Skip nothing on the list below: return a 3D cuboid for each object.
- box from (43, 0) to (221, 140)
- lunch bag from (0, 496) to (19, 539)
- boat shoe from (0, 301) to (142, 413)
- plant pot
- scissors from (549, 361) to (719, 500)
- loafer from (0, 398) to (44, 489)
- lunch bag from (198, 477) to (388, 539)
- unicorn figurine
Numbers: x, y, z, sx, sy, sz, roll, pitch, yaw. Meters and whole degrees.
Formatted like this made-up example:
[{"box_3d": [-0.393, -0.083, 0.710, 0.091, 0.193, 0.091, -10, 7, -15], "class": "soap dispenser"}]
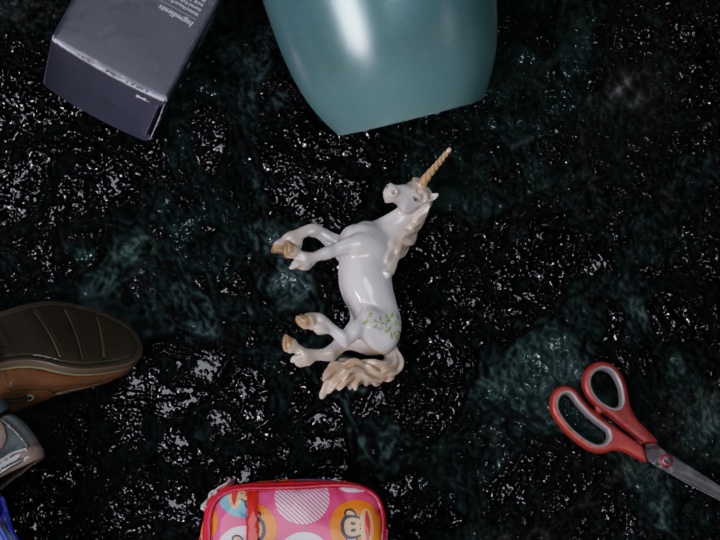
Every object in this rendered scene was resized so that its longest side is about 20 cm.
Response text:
[{"box_3d": [-0.165, -0.225, 1.661, 0.104, 0.148, 0.201, 28, 76, -6], "class": "box"}, {"box_3d": [-0.313, 0.252, 1.542, 0.160, 0.076, 0.201, -32, 125, -13], "class": "lunch bag"}, {"box_3d": [-0.273, 0.073, 1.632, 0.199, 0.068, 0.072, 1, 45, -29], "class": "boat shoe"}, {"box_3d": [0.022, -0.201, 1.679, 0.199, 0.200, 0.162, -14, 95, -14], "class": "plant pot"}, {"box_3d": [0.246, 0.161, 1.755, 0.200, 0.014, 0.073, 45, 72, -3], "class": "scissors"}, {"box_3d": [-0.325, 0.190, 1.578, 0.063, 0.072, 0.200, 41, 92, 3], "class": "loafer"}, {"box_3d": [-0.066, 0.267, 1.639, 0.175, 0.082, 0.202, 0, 80, -8], "class": "lunch bag"}, {"box_3d": [0.000, 0.000, 1.705, 0.136, 0.074, 0.202, -3, 95, -22], "class": "unicorn figurine"}]
